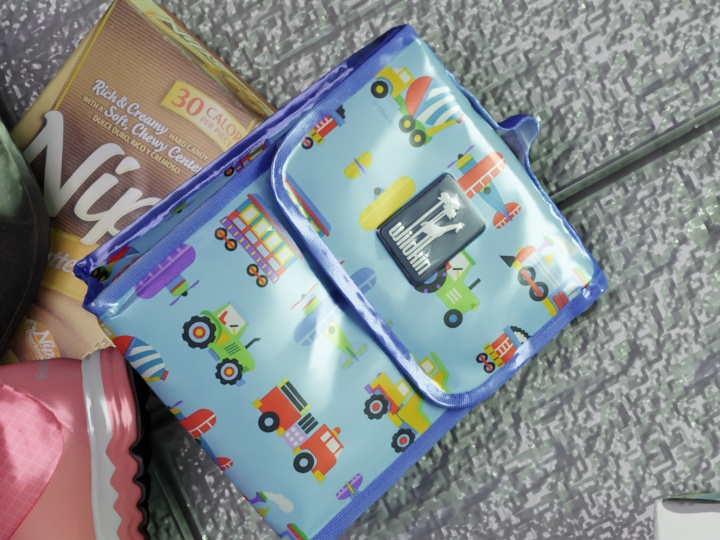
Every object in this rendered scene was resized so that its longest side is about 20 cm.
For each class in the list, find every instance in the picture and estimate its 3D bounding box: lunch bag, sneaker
[{"bbox_3d":[0.000,0.000,1.250,0.200,0.094,0.151,-40,104,0],"label":"lunch bag"},{"bbox_3d":[-0.138,0.129,1.296,0.087,0.074,0.200,0,105,0],"label":"sneaker"}]

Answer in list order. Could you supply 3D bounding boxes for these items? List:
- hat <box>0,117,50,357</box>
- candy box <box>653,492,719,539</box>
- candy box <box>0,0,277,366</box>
[{"bbox_3d":[-0.244,-0.008,1.289,0.200,0.081,0.201,-2,97,-18],"label":"hat"},{"bbox_3d":[0.223,0.165,1.197,0.200,0.061,0.137,2,89,19],"label":"candy box"},{"bbox_3d":[-0.123,-0.014,1.329,0.115,0.055,0.200,43,103,16],"label":"candy box"}]
